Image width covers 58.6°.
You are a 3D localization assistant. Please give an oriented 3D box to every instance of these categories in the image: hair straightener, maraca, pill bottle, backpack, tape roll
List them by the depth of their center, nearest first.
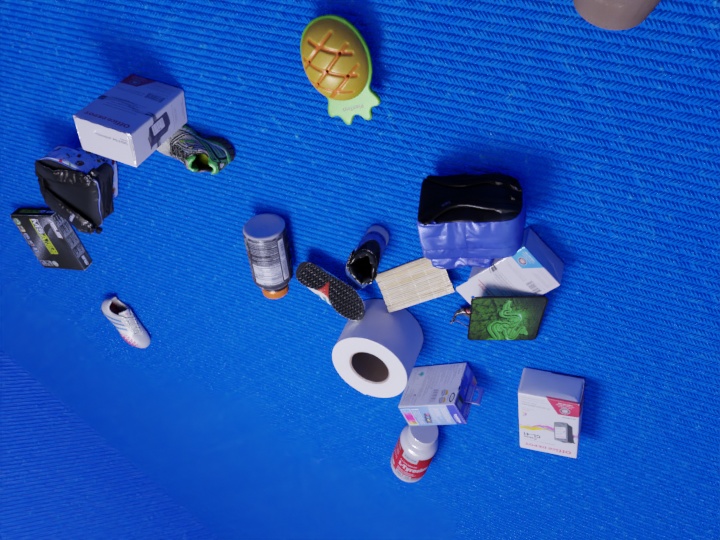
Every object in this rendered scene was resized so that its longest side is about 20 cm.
[{"bbox_3d":[-0.036,-0.362,1.166,0.134,0.108,0.203,-4,126,30],"label":"maraca"},{"bbox_3d":[0.219,-0.095,1.231,0.194,0.165,0.170,-5,137,15],"label":"backpack"},{"bbox_3d":[0.296,0.113,1.447,0.195,0.041,0.078,-10,124,28],"label":"hair straightener"},{"bbox_3d":[-0.220,-0.027,1.561,0.103,0.107,0.204,12,133,18],"label":"pill bottle"},{"bbox_3d":[0.044,0.192,1.585,0.198,0.140,0.206,15,135,16],"label":"tape roll"},{"bbox_3d":[-0.715,-0.228,1.623,0.186,0.156,0.203,20,130,-1],"label":"backpack"},{"bbox_3d":[0.157,0.503,1.816,0.110,0.113,0.203,22,135,8],"label":"pill bottle"}]

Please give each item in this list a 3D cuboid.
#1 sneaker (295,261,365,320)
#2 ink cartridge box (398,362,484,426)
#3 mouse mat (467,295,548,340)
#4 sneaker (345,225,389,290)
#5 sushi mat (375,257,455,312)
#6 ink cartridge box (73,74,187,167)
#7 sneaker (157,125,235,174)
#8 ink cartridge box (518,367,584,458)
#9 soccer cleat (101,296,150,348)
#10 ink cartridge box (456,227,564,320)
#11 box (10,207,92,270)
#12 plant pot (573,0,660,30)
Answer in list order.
[{"bbox_3d":[-0.066,0.046,1.560,0.197,0.093,0.071,35,95,6],"label":"sneaker"},{"bbox_3d":[0.207,0.309,1.600,0.196,0.138,0.077,-14,124,37],"label":"ink cartridge box"},{"bbox_3d":[0.311,0.106,1.377,0.156,0.008,0.202,-1,149,6],"label":"mouse mat"},{"bbox_3d":[-0.001,-0.001,1.461,0.076,0.112,0.201,30,136,-1],"label":"sneaker"},{"bbox_3d":[0.121,0.030,1.471,0.197,0.012,0.098,-21,97,39],"label":"sushi mat"},{"bbox_3d":[-0.488,-0.325,1.377,0.141,0.202,0.086,18,136,12],"label":"ink cartridge box"},{"bbox_3d":[-0.388,-0.272,1.453,0.195,0.086,0.079,15,134,17],"label":"sneaker"},{"bbox_3d":[0.455,0.342,1.533,0.144,0.086,0.204,6,129,23],"label":"ink cartridge box"},{"bbox_3d":[-0.740,0.166,2.039,0.085,0.070,0.201,-27,112,42],"label":"soccer cleat"},{"bbox_3d":[0.307,0.013,1.335,0.116,0.068,0.199,42,135,-13],"label":"ink cartridge box"},{"bbox_3d":[-0.930,-0.094,1.931,0.188,0.048,0.204,6,131,27],"label":"box"},{"bbox_3d":[0.362,-0.427,0.853,0.195,0.204,0.176,19,152,12],"label":"plant pot"}]
